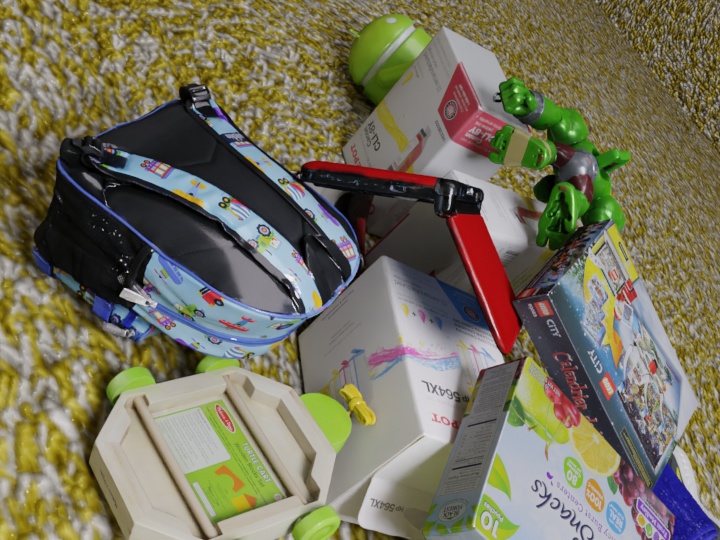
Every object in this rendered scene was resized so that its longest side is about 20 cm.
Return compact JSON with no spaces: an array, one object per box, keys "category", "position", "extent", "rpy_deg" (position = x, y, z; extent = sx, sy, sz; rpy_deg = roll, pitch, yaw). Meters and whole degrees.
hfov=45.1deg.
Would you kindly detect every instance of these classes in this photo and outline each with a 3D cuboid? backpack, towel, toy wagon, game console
[{"category":"backpack","position":[-0.110,-0.018,0.636],"extent":[0.200,0.135,0.183],"rpy_deg":[36,34,4]},{"category":"towel","position":[0.246,0.217,0.790],"extent":[0.199,0.050,0.148],"rpy_deg":[-5,60,-50]},{"category":"toy wagon","position":[-0.076,0.123,0.592],"extent":[0.199,0.040,0.155],"rpy_deg":[-9,48,-40]},{"category":"game console","position":[0.050,-0.016,0.702],"extent":[0.171,0.119,0.200],"rpy_deg":[9,5,13]}]

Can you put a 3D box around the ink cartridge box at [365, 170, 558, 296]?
[{"category":"ink cartridge box","position":[0.128,-0.009,0.918],"extent":[0.199,0.145,0.084],"rpy_deg":[12,43,-43]}]

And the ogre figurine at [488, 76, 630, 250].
[{"category":"ogre figurine","position":[0.205,-0.090,0.855],"extent":[0.120,0.098,0.200],"rpy_deg":[-11,59,-47]}]

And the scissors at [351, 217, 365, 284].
[{"category":"scissors","position":[0.000,0.000,0.791],"extent":[0.014,0.074,0.200],"rpy_deg":[5,13,-3]}]

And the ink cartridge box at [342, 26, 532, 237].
[{"category":"ink cartridge box","position":[0.078,-0.144,0.974],"extent":[0.083,0.200,0.146],"rpy_deg":[16,42,-34]}]

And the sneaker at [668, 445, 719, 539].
[{"category":"sneaker","position":[0.335,0.265,0.949],"extent":[0.084,0.075,0.200],"rpy_deg":[23,29,-23]}]

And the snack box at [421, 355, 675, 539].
[{"category":"snack box","position":[0.143,0.181,0.617],"extent":[0.200,0.053,0.143],"rpy_deg":[45,49,-20]}]

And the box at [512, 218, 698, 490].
[{"category":"box","position":[0.219,0.075,0.755],"extent":[0.136,0.038,0.201],"rpy_deg":[-39,106,-41]}]

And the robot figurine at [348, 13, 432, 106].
[{"category":"robot figurine","position":[0.067,-0.259,1.171],"extent":[0.200,0.116,0.176],"rpy_deg":[43,22,-4]}]

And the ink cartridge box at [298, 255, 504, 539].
[{"category":"ink cartridge box","position":[0.043,0.116,0.706],"extent":[0.128,0.125,0.201],"rpy_deg":[23,38,-33]}]

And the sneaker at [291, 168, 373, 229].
[{"category":"sneaker","position":[-0.037,-0.077,0.876],"extent":[0.084,0.073,0.200],"rpy_deg":[20,9,12]}]
